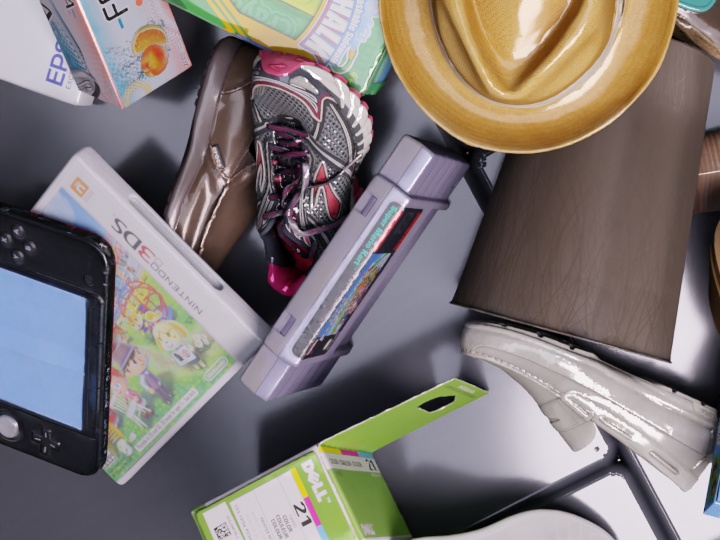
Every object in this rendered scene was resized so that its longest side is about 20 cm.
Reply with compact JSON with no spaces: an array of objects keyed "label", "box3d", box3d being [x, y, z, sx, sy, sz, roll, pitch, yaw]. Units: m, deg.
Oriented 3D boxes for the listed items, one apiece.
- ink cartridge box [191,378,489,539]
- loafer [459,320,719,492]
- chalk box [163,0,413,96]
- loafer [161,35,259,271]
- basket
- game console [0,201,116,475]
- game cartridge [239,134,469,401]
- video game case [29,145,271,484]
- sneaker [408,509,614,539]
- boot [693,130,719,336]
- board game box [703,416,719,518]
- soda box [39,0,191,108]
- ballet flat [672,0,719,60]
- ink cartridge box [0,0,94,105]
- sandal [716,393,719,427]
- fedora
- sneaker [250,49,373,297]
[{"label":"ink cartridge box","box3d":[0.005,0.155,1.003,0.199,0.148,0.076,-28,75,9]},{"label":"loafer","box3d":[0.158,0.093,1.026,0.199,0.070,0.070,24,91,2]},{"label":"chalk box","box3d":[-0.015,-0.196,0.979,0.199,0.124,0.125,25,100,2]},{"label":"loafer","box3d":[-0.093,-0.061,1.029,0.071,0.073,0.201,15,100,3]},{"label":"basket","box3d":[0.156,-0.055,0.972,0.136,0.180,0.201,15,89,-27]},{"label":"game console","box3d":[-0.273,0.063,1.007,0.172,0.119,0.201,18,121,17]},{"label":"game cartridge","box3d":[0.000,0.000,1.000,0.038,0.130,0.200,36,100,8]},{"label":"video game case","box3d":[-0.182,0.038,1.037,0.182,0.022,0.200,45,125,-1]},{"label":"sneaker","box3d":[0.083,0.221,1.055,0.199,0.112,0.073,2,69,-26]},{"label":"boot","box3d":[0.305,-0.019,0.961,0.154,0.077,0.201,-7,53,7]},{"label":"board game box","box3d":[0.323,0.085,0.977,0.151,0.037,0.201,15,68,4]},{"label":"soda box","box3d":[-0.184,-0.211,0.960,0.063,0.068,0.201,-35,126,-24]},{"label":"ballet flat","box3d":[0.240,-0.170,0.982,0.199,0.072,0.068,24,83,2]},{"label":"ink cartridge box","box3d":[-0.260,-0.242,1.040,0.199,0.043,0.197,19,99,2]},{"label":"sandal","box3d":[0.306,0.152,0.995,0.076,0.043,0.201,-25,74,-13]},{"label":"fedora","box3d":[0.097,-0.165,0.865,0.200,0.082,0.202,2,103,10]},{"label":"sneaker","box3d":[-0.036,-0.061,0.965,0.080,0.200,0.075,20,55,25]}]
